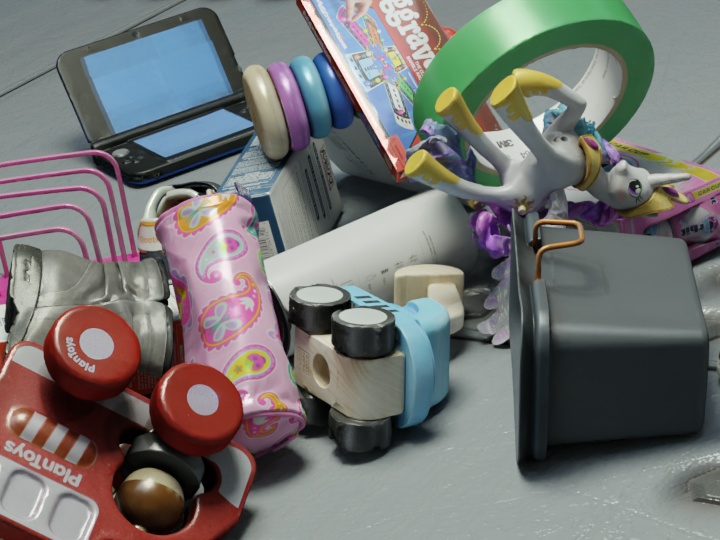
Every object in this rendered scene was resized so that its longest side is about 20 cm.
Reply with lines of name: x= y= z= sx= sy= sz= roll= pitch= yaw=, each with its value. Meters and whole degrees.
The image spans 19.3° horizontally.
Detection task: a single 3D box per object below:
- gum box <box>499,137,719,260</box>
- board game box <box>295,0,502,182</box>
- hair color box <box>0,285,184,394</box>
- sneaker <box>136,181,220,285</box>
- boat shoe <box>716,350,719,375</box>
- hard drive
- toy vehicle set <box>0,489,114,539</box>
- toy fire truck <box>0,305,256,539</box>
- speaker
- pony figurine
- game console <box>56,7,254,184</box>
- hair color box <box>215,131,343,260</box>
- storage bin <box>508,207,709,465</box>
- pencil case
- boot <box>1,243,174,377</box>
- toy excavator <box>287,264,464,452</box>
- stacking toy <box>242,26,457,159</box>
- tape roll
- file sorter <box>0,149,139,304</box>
gum box: x=0.215 y=-0.054 z=1.805 sx=0.113 sy=0.067 sz=0.200 roll=-24 pitch=26 yaw=-24
board game box: x=0.032 y=-0.177 z=1.830 sx=0.102 sy=0.019 sz=0.201 roll=-22 pitch=65 yaw=-16
hair color box: x=-0.194 y=0.059 z=1.695 sx=0.198 sy=0.064 sz=0.111 roll=-6 pitch=14 yaw=-14
sneaker: x=-0.142 y=-0.050 z=1.960 sx=0.078 sy=0.080 sz=0.200 roll=-2 pitch=22 yaw=23
boat shoe: x=0.332 y=0.020 z=1.581 sx=0.199 sy=0.061 sz=0.074 roll=-28 pitch=28 yaw=-34
hard drive: x=0.016 y=-0.121 z=1.992 sx=0.199 sy=0.132 sz=0.026 roll=17 pitch=68 yaw=49
toy vehicle set: x=-0.240 y=0.152 z=1.590 sx=0.124 sy=0.027 sz=0.200 roll=3 pitch=27 yaw=32
toy fire truck: x=-0.177 y=0.136 z=1.451 sx=0.199 sy=0.112 sz=0.169 roll=29 pitch=49 yaw=-10
speaker: x=0.000 y=0.000 z=1.766 sx=0.199 sy=0.082 sz=0.081 roll=-25 pitch=26 yaw=-28
pony figurine: x=0.133 y=-0.063 z=1.658 sx=0.193 sy=0.199 sz=0.167 roll=-38 pitch=34 yaw=34
game console: x=-0.197 y=-0.190 z=2.266 sx=0.199 sy=0.119 sz=0.170 roll=-22 pitch=24 yaw=-23
hair color box: x=-0.074 y=-0.059 z=1.915 sx=0.060 sy=0.101 sz=0.200 roll=-8 pitch=22 yaw=16
storage bin: x=0.176 y=0.036 z=1.527 sx=0.133 sy=0.147 sz=0.200 roll=0 pitch=27 yaw=1
pencil case: x=-0.096 y=0.039 z=1.585 sx=0.087 sy=0.088 sz=0.201 roll=-12 pitch=62 yaw=-3
boot: x=-0.202 y=0.069 z=1.581 sx=0.131 sy=0.070 sz=0.201 roll=7 pitch=63 yaw=-12
toy excavator: x=0.032 y=0.053 z=1.634 sx=0.199 sy=0.101 sz=0.194 roll=-9 pitch=20 yaw=-30
stacking toy: x=0.000 y=-0.166 z=1.875 sx=0.199 sy=0.086 sz=0.085 roll=-18 pitch=23 yaw=-8
tape roll: x=0.141 y=-0.146 z=1.725 sx=0.199 sy=0.201 sz=0.048 roll=-19 pitch=56 yaw=-17
file sorter: x=-0.281 y=-0.012 z=1.872 sx=0.138 sy=0.126 sz=0.200 roll=-9 pitch=22 yaw=6
